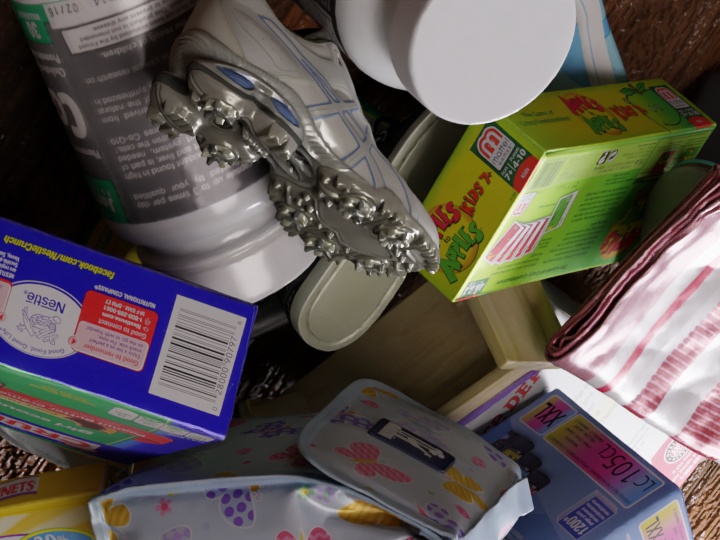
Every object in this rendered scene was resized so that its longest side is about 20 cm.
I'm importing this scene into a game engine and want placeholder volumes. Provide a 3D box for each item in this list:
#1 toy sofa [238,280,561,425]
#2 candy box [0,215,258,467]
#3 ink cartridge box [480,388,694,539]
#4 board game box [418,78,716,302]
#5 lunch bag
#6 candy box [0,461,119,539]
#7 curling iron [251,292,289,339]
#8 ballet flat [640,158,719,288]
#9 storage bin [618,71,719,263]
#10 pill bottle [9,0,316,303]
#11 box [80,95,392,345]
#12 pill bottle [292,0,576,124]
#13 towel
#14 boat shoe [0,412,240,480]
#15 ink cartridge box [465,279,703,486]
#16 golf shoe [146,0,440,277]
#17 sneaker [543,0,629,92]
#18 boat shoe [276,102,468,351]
[{"bbox_3d":[0.033,0.067,1.519,0.200,0.083,0.097,-38,155,31],"label":"toy sofa"},{"bbox_3d":[-0.164,0.036,1.325,0.168,0.200,0.078,20,78,-16],"label":"candy box"},{"bbox_3d":[0.079,0.173,1.515,0.199,0.136,0.077,-33,127,-14],"label":"ink cartridge box"},{"bbox_3d":[0.112,-0.048,1.443,0.200,0.048,0.102,-12,139,-55],"label":"board game box"},{"bbox_3d":[-0.020,0.134,1.395,0.199,0.170,0.128,-5,99,20],"label":"lunch bag"},{"bbox_3d":[-0.214,0.163,1.463,0.199,0.027,0.103,-12,131,17],"label":"candy box"},{"bbox_3d":[0.000,0.000,1.491,0.199,0.050,0.026,-23,106,-19],"label":"curling iron"},{"bbox_3d":[0.189,0.013,1.517,0.200,0.067,0.064,91,17,-60],"label":"ballet flat"},{"bbox_3d":[0.247,-0.024,1.620,0.200,0.145,0.135,55,51,-42],"label":"storage bin"},{"bbox_3d":[-0.097,-0.085,1.342,0.113,0.113,0.201,-27,113,-13],"label":"pill bottle"},{"bbox_3d":[-0.079,-0.028,1.470,0.117,0.048,0.200,29,100,-41],"label":"box"},{"bbox_3d":[0.022,-0.162,1.336,0.116,0.200,0.117,-15,127,-21],"label":"pill bottle"},{"bbox_3d":[0.209,0.035,1.489,0.144,0.023,0.200,-47,136,12],"label":"towel"},{"bbox_3d":[-0.130,0.097,1.507,0.199,0.068,0.075,18,110,-38],"label":"boat shoe"},{"bbox_3d":[0.116,0.094,1.646,0.200,0.083,0.145,32,101,-42],"label":"ink cartridge box"},{"bbox_3d":[-0.016,-0.072,1.297,0.200,0.078,0.098,43,54,-41],"label":"golf shoe"},{"bbox_3d":[0.074,-0.120,1.480,0.130,0.080,0.200,-36,131,-8],"label":"sneaker"},{"bbox_3d":[0.020,-0.050,1.441,0.074,0.066,0.200,28,100,-42],"label":"boat shoe"}]
